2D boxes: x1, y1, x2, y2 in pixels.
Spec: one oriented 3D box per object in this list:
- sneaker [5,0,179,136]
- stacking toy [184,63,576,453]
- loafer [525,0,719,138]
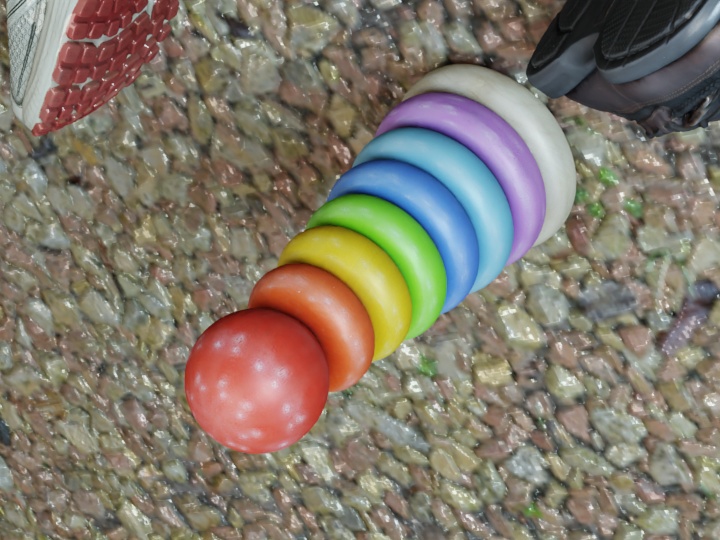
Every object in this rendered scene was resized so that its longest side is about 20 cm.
[{"bbox_3d":[-0.125,-0.148,1.079,0.082,0.078,0.200,32,129,24],"label":"sneaker"},{"bbox_3d":[0.000,0.000,0.979,0.085,0.200,0.085,24,135,26],"label":"stacking toy"},{"bbox_3d":[0.116,-0.080,0.878,0.063,0.072,0.200,34,174,-10],"label":"loafer"}]
